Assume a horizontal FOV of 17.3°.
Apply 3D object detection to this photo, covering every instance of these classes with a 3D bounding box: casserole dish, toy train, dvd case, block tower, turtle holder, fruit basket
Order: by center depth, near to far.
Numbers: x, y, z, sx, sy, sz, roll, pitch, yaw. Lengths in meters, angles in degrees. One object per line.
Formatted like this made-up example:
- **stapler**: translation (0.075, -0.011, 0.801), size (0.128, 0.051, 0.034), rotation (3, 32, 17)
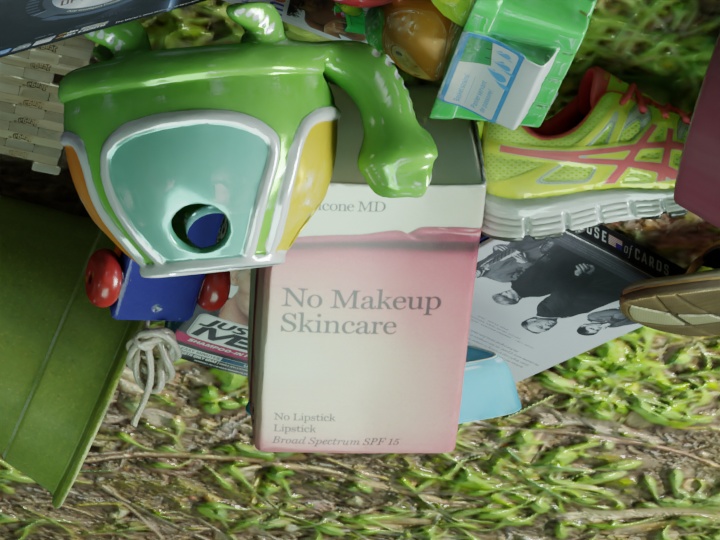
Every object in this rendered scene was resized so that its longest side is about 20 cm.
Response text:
- **fruit basket**: translation (0.024, -0.150, 1.242), size (0.198, 0.094, 0.185), rotation (16, 155, -4)
- **turtle holder**: translation (-0.066, -0.067, 1.257), size (0.184, 0.133, 0.141), rotation (-5, 177, -23)
- **block tower**: translation (-0.182, -0.131, 1.354), size (0.057, 0.054, 0.200), rotation (12, 150, -9)
- **toy train**: translation (-0.130, -0.019, 1.416), size (0.084, 0.116, 0.201), rotation (3, 130, -22)
- **casserole dish**: translation (0.017, 0.075, 1.559), size (0.199, 0.039, 0.121), rotation (-5, -168, -39)
- **dvd case**: translation (0.106, 0.018, 1.592), size (0.150, 0.025, 0.199), rotation (26, 146, -31)

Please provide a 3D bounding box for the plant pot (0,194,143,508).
- **plant pot**: translation (-0.242, 0.025, 1.532), size (0.189, 0.201, 0.200), rotation (24, 148, -7)

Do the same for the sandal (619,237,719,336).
- **sandal**: translation (0.261, -0.005, 1.504), size (0.198, 0.054, 0.080), rotation (-16, 152, 9)

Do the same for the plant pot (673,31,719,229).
- **plant pot**: translation (0.270, -0.069, 1.258), size (0.178, 0.201, 0.200), rotation (18, 153, 11)

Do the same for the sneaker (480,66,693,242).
- **sneaker**: translation (0.161, -0.076, 1.368), size (0.198, 0.091, 0.078), rotation (-11, -172, -8)

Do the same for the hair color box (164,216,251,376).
- **hair color box**: translation (-0.055, 0.002, 1.557), size (0.099, 0.061, 0.200), rotation (15, 149, -16)

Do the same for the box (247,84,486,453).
- **box**: translation (0.000, 0.000, 1.408), size (0.127, 0.109, 0.201), rotation (1, 126, -6)

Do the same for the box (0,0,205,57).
- **box**: translation (-0.104, -0.156, 1.107), size (0.199, 0.044, 0.160), rotation (-19, 177, -28)
